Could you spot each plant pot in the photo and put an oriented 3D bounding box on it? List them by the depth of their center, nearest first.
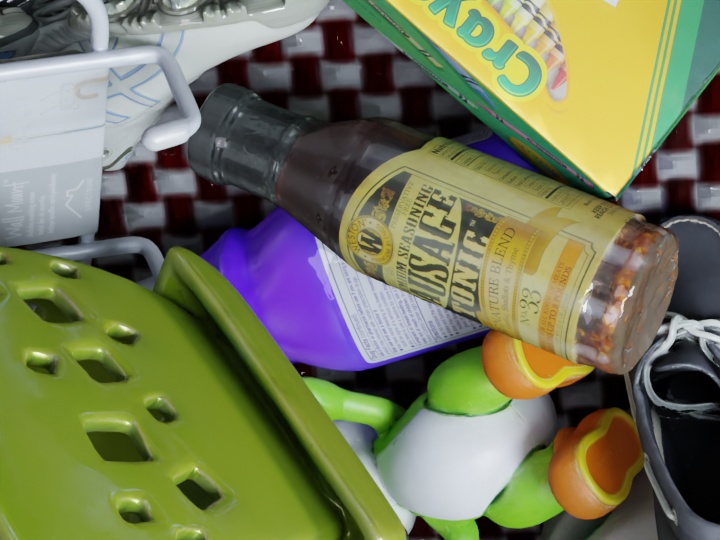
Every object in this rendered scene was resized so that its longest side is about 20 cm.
[{"bbox_3d":[-0.106,0.112,0.998,0.181,0.200,0.199,-7,135,-35],"label":"plant pot"}]

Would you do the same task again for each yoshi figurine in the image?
[{"bbox_3d":[0.012,0.089,1.088,0.200,0.112,0.112,-24,139,39],"label":"yoshi figurine"}]

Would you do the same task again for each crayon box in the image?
[{"bbox_3d":[0.054,-0.134,1.006,0.200,0.058,0.119,40,83,-11],"label":"crayon box"}]

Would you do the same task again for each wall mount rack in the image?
[{"bbox_3d":[-0.155,-0.020,1.026,0.174,0.075,0.200,-10,140,-17],"label":"wall mount rack"}]

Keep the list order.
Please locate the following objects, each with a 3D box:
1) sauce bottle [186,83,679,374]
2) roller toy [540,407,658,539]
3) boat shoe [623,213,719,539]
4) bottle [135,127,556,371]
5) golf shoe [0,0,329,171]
[{"bbox_3d":[0.025,-0.021,1.020,0.200,0.066,0.066,21,118,21],"label":"sauce bottle"},{"bbox_3d":[0.165,0.154,1.106,0.182,0.140,0.200,-17,112,15],"label":"roller toy"},{"bbox_3d":[0.141,0.045,1.026,0.073,0.200,0.063,-5,139,7],"label":"boat shoe"},{"bbox_3d":[0.000,0.000,1.098,0.200,0.065,0.084,-17,105,15],"label":"bottle"},{"bbox_3d":[-0.098,-0.090,1.078,0.200,0.078,0.097,-8,129,18],"label":"golf shoe"}]
